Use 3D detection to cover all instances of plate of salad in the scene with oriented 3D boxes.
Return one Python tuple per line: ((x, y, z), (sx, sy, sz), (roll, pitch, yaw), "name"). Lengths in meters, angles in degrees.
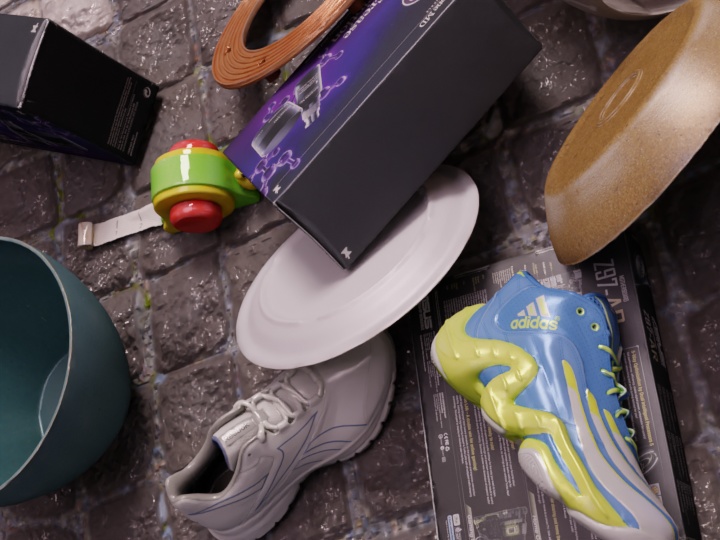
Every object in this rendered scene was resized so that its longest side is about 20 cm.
((0.000, 0.000, 0.847), (0.199, 0.048, 0.201), (-28, 30, 18), "plate of salad")

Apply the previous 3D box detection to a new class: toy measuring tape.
((-0.165, -0.059, 0.976), (0.198, 0.073, 0.074), (-14, 68, 25), "toy measuring tape")

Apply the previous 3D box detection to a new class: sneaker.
((-0.053, 0.112, 0.848), (0.200, 0.087, 0.075), (-49, 55, 6), "sneaker")
((0.129, 0.072, 0.710), (0.105, 0.076, 0.200), (-50, 57, 6), "sneaker")

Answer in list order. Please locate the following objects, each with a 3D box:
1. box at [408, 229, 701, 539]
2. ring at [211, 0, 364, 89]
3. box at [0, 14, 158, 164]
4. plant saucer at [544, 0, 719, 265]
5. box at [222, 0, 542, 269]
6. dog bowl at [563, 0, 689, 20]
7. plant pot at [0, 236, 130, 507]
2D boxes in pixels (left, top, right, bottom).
((0.118, 0.089, 0.782), (0.159, 0.043, 0.202), (-17, 66, 24), "box")
((-0.040, -0.215, 0.938), (0.200, 0.019, 0.201), (-34, 31, 24), "ring")
((-0.297, -0.158, 1.033), (0.198, 0.141, 0.080), (12, 79, 32), "box")
((0.169, -0.094, 0.732), (0.035, 0.200, 0.201), (36, 94, -5), "plant saucer")
((0.010, -0.117, 0.847), (0.200, 0.079, 0.141), (-48, 30, 1), "box")
((0.180, -0.258, 0.798), (0.198, 0.059, 0.203), (1, 80, -6), "dog bowl")
((-0.256, 0.091, 0.941), (0.198, 0.135, 0.202), (-10, 69, 27), "plant pot")
